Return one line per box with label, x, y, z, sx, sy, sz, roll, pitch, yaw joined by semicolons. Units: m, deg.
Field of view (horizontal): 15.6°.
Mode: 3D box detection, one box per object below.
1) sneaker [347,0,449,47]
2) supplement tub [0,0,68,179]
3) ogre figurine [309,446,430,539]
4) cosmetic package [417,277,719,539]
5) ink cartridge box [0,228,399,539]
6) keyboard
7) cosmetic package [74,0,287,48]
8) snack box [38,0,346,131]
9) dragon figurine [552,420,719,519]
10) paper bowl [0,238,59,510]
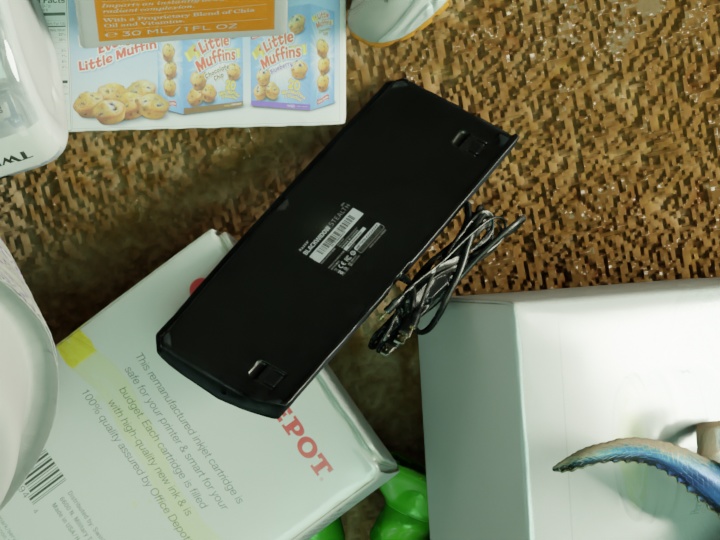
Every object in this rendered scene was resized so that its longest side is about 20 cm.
sneaker;0.036;-0.202;1.227;0.092;0.076;0.201;30;97;-8
supplement tub;-0.241;-0.080;1.186;0.199;0.123;0.123;-18;112;3
ogre figurine;0.038;0.164;1.347;0.199;0.098;0.121;18;96;-24
cosmetic package;0.143;0.106;1.268;0.199;0.123;0.201;-5;92;-20
ink cartridge box;-0.101;0.097;1.279;0.200;0.083;0.146;-36;82;4
keyboard;0.000;0.000;1.245;0.200;0.104;0.040;-48;155;-26
cosmetic package;-0.082;-0.174;1.152;0.101;0.200;0.072;-4;69;-3
snack box;-0.106;-0.104;1.266;0.198;0.024;0.072;-2;109;-6
dragon figurine;0.187;0.114;1.182;0.199;0.059;0.100;-1;82;-30
paper bowl;-0.229;0.064;1.148;0.199;0.105;0.202;-17;135;-18
